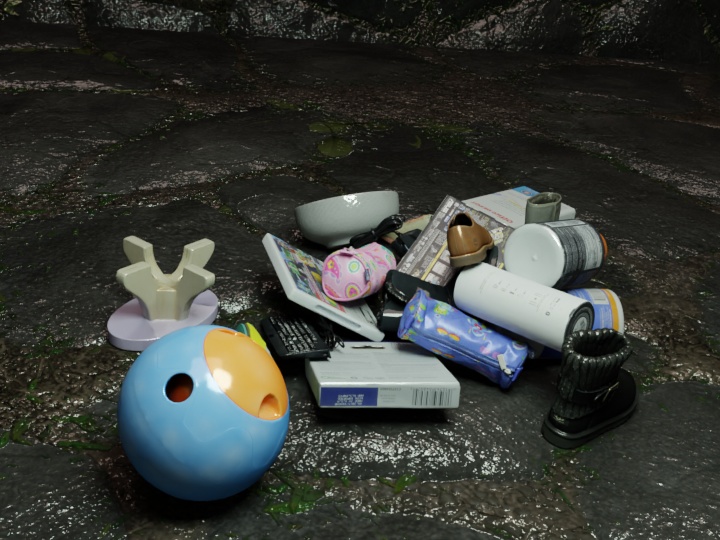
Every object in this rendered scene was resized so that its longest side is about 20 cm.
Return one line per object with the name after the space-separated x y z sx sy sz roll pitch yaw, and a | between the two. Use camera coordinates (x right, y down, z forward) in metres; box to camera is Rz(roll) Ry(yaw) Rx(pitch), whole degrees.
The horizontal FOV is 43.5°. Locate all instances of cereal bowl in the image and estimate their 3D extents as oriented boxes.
-0.021 -0.089 1.682 0.198 0.084 0.200 -10 -2 0 | cereal bowl

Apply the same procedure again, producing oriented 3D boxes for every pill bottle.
0.316 -0.026 1.417 0.106 0.107 0.199 26 20 34 | pill bottle
0.301 0.084 1.423 0.198 0.113 0.112 0 27 -11 | pill bottle

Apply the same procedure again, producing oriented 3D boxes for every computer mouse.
0.075 -0.030 1.644 0.199 0.140 0.046 25 49 -46 | computer mouse

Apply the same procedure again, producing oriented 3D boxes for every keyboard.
-0.088 0.086 1.359 0.103 0.040 0.200 0 13 -15 | keyboard

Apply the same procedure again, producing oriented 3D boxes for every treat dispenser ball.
-0.182 0.165 1.054 0.199 0.203 0.201 5 26 -3 | treat dispenser ball

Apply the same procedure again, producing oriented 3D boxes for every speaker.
0.233 0.051 1.308 0.199 0.082 0.081 22 30 40 | speaker

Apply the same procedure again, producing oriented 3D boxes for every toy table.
-0.299 0.030 1.390 0.182 0.118 0.200 17 27 19 | toy table

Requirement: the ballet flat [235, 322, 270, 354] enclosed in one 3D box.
-0.147 0.149 1.262 0.067 0.067 0.201 21 25 -18 | ballet flat

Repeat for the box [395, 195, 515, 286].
0.170 -0.019 1.547 0.160 0.049 0.201 26 58 16 | box

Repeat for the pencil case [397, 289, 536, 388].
0.153 0.104 1.332 0.199 0.079 0.087 26 14 0 | pencil case

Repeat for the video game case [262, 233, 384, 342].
-0.063 0.027 1.459 0.181 0.023 0.200 29 16 -29 | video game case

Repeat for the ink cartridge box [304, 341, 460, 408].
0.023 0.148 1.294 0.197 0.041 0.200 2 12 -10 | ink cartridge box

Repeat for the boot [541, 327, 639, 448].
0.339 0.144 1.258 0.079 0.159 0.210 27 34 33 | boot

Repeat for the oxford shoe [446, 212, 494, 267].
0.169 -0.060 1.413 0.071 0.072 0.200 -13 8 10 | oxford shoe

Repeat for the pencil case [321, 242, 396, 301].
0.000 0.000 1.471 0.087 0.088 0.200 14 8 15 | pencil case

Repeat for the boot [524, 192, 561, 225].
0.288 -0.017 1.516 0.072 0.202 0.182 17 28 18 | boot

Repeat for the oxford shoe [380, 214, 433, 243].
0.115 -0.080 1.745 0.198 0.075 0.071 16 28 18 | oxford shoe

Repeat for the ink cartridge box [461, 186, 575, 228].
0.306 -0.093 1.802 0.199 0.085 0.144 -14 33 -37 | ink cartridge box

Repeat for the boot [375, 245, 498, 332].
0.123 0.024 1.441 0.167 0.077 0.202 18 64 4 | boot
